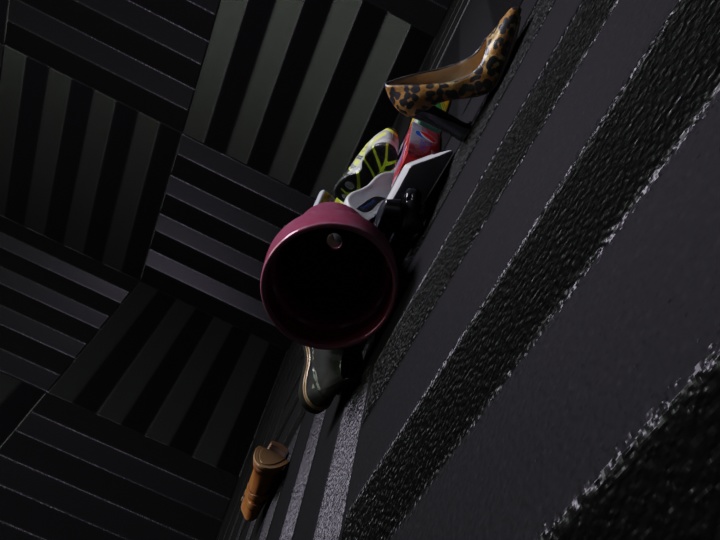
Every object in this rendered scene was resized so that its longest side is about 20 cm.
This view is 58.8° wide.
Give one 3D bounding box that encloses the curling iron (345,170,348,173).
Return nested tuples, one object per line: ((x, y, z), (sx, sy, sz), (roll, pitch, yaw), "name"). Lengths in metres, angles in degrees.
((0.045, -0.190, 1.293), (0.197, 0.025, 0.051), (8, 74, 43), "curling iron")

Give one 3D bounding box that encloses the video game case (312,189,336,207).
((-0.053, -0.049, 1.431), (0.023, 0.181, 0.203), (-20, 42, 53), "video game case")

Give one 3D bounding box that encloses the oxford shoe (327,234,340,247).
((-0.042, 0.024, 1.157), (0.074, 0.069, 0.204), (-126, 26, -68), "oxford shoe")

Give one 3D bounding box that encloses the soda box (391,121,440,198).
((0.103, -0.201, 1.151), (0.201, 0.062, 0.071), (-77, 12, -61), "soda box")

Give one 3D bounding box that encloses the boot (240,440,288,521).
((-0.219, 0.458, 1.371), (0.200, 0.076, 0.158), (140, 156, -84), "boot")

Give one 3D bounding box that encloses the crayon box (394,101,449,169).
((0.137, -0.307, 1.340), (0.126, 0.051, 0.202), (121, 172, -52), "crayon box")

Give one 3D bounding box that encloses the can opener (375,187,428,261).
((0.059, -0.065, 1.020), (0.201, 0.077, 0.065), (104, -179, -65), "can opener")

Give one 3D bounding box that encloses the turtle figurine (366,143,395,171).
((0.052, -0.194, 1.420), (0.200, 0.098, 0.153), (80, -162, -84), "turtle figurine")

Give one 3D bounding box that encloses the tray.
((0.070, -0.115, 1.033), (0.106, 0.022, 0.201), (-25, -23, -38), "tray")

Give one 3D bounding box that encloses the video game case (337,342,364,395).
((-0.011, 0.117, 1.134), (0.200, 0.019, 0.145), (-85, 20, -77), "video game case")

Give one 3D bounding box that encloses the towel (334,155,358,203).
((-0.031, -0.130, 1.330), (0.086, 0.018, 0.202), (47, 120, 38), "towel")

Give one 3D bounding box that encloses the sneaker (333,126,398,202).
((0.018, -0.195, 1.235), (0.199, 0.075, 0.077), (-38, 23, 47), "sneaker")

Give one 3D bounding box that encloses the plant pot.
((-0.045, -0.011, 0.966), (0.180, 0.197, 0.203), (-94, 28, -65), "plant pot")

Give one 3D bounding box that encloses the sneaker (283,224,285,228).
((-0.101, -0.015, 1.212), (0.200, 0.059, 0.107), (35, -127, -72), "sneaker")

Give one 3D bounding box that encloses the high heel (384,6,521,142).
((0.126, -0.293, 0.892), (0.072, 0.140, 0.202), (-72, 9, -56), "high heel")

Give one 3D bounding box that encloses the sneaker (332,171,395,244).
((0.018, -0.103, 1.136), (0.198, 0.073, 0.112), (-26, -21, -46), "sneaker")

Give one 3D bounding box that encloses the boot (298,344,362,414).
((-0.037, 0.111, 1.020), (0.138, 0.076, 0.204), (-42, 42, 48), "boot")
